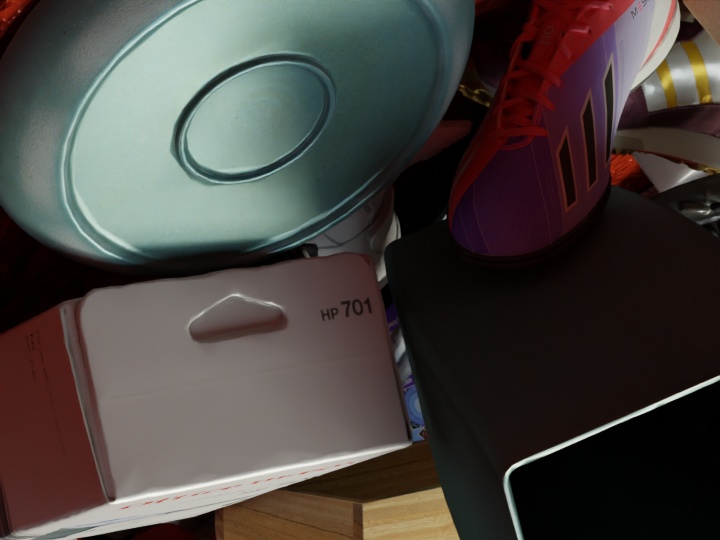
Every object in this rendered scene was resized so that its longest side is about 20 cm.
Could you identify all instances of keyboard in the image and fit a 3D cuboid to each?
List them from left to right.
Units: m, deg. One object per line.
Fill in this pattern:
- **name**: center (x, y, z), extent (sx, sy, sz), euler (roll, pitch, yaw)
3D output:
- **keyboard**: center (0.000, 0.000, 1.277), extent (0.200, 0.040, 0.104), euler (-55, -176, 4)

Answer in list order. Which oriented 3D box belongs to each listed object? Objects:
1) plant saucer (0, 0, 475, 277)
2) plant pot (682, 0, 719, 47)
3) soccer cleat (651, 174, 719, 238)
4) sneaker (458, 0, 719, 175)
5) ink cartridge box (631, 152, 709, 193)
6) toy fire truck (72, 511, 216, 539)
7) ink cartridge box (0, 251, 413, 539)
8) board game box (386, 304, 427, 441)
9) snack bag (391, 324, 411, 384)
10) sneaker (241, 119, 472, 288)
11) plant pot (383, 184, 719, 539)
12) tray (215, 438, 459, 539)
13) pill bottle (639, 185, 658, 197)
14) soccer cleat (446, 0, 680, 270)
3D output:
- **plant saucer**: center (-0.043, -0.063, 0.990), extent (0.199, 0.027, 0.201), euler (-19, 145, -14)
- **plant pot**: center (0.261, -0.137, 1.142), extent (0.199, 0.200, 0.177), euler (-14, 150, -49)
- **soccer cleat**: center (0.121, 0.006, 1.239), extent (0.199, 0.068, 0.073), euler (-33, -165, 19)
- **sneaker**: center (0.135, -0.099, 1.228), extent (0.199, 0.075, 0.091), euler (11, 102, -27)
- **ink cartridge box**: center (0.229, -0.123, 1.349), extent (0.200, 0.084, 0.144), euler (-40, 162, 20)
- **toy fire truck**: center (-0.095, 0.086, 1.316), extent (0.200, 0.112, 0.169), euler (-5, 123, -60)
- **ink cartridge box**: center (-0.093, 0.061, 1.106), extent (0.146, 0.086, 0.200), euler (-8, 173, -32)
- **board game box**: center (-0.033, 0.118, 1.436), extent (0.199, 0.136, 0.034), euler (-30, 163, -10)
- **snack bag**: center (0.034, 0.013, 1.329), extent (0.200, 0.021, 0.189), euler (-59, 179, -39)
- **sneaker**: center (0.000, -0.046, 1.142), extent (0.115, 0.075, 0.200), euler (-36, 160, 15)
- **plant pot**: center (0.094, 0.054, 1.090), extent (0.141, 0.200, 0.142), euler (-22, 126, -10)
- **tray**: center (0.038, 0.106, 1.246), extent (0.199, 0.037, 0.098), euler (-8, -171, -44)
- **pill bottle**: center (0.259, -0.039, 1.593), extent (0.199, 0.114, 0.114), euler (-33, 164, -4)
- **soccer cleat**: center (0.083, -0.081, 1.105), extent (0.073, 0.068, 0.200), euler (79, 30, -41)
